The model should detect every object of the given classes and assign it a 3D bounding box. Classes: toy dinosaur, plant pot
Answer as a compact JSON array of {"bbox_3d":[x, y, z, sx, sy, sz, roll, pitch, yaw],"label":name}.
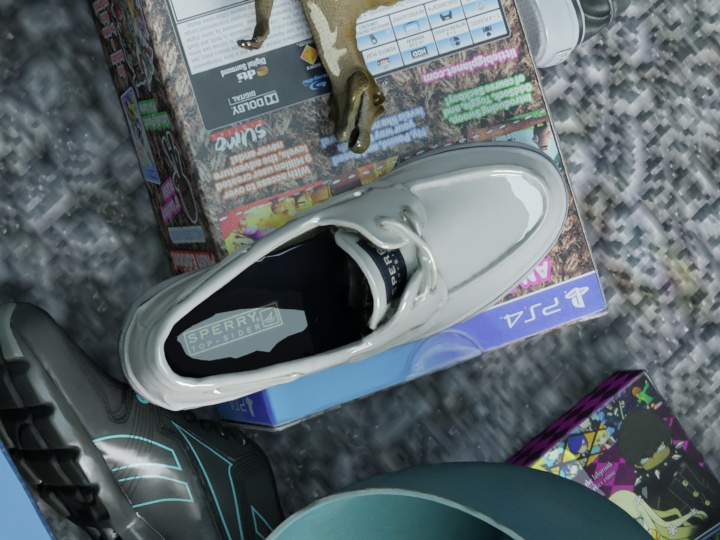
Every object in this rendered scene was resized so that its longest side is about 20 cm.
[{"bbox_3d":[-0.008,-0.153,0.971,0.101,0.058,0.201,14,91,-32],"label":"toy dinosaur"},{"bbox_3d":[0.063,0.161,0.987,0.135,0.199,0.201,-27,98,-52],"label":"plant pot"}]

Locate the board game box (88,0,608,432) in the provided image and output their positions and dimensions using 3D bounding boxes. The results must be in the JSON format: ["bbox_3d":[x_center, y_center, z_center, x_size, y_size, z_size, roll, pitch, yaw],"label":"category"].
[{"bbox_3d":[-0.007,-0.051,1.038,0.158,0.097,0.201,-18,94,-17],"label":"board game box"}]

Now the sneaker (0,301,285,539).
[{"bbox_3d":[-0.089,0.088,1.031,0.079,0.075,0.201,-42,109,-25],"label":"sneaker"}]

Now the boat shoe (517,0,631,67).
[{"bbox_3d":[0.060,-0.192,1.085,0.071,0.072,0.201,-30,103,-31],"label":"boat shoe"}]

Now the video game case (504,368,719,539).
[{"bbox_3d":[0.100,0.176,1.098,0.200,0.036,0.182,-38,100,-15],"label":"video game case"}]

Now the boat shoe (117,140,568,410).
[{"bbox_3d":[0.000,0.000,0.953,0.199,0.066,0.072,-18,94,-16],"label":"boat shoe"}]

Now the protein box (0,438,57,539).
[{"bbox_3d":[-0.245,0.090,0.939,0.198,0.135,0.201,-30,98,-15],"label":"protein box"}]
